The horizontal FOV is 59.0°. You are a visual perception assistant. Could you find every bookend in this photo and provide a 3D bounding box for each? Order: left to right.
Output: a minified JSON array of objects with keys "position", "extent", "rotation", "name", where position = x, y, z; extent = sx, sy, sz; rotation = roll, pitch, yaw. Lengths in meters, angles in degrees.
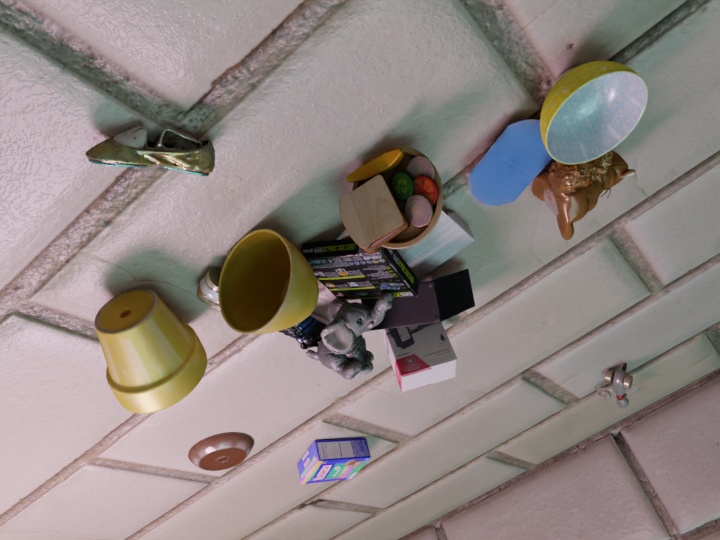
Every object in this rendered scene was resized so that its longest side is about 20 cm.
[{"position":[0.137,0.068,1.495],"extent":[0.196,0.094,0.199],"rotation":[-11,-179,35],"name":"bookend"}]

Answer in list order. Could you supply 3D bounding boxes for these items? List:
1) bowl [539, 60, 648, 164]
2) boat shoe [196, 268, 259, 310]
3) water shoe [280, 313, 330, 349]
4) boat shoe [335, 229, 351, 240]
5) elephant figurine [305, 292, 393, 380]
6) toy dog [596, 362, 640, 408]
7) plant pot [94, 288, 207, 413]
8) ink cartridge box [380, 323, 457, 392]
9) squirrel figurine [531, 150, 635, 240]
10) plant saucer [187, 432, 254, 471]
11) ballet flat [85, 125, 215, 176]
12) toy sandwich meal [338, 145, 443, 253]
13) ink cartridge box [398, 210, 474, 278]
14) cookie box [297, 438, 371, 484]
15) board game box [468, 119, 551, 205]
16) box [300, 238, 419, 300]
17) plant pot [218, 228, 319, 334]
[{"position":[0.406,-0.306,1.163],"extent":[0.196,0.109,0.202],"rotation":[-13,142,-10],"name":"bowl"},{"position":[-0.251,0.059,1.346],"extent":[0.198,0.076,0.068],"rotation":[28,125,-32],"name":"boat shoe"},{"position":[-0.133,0.139,1.489],"extent":[0.198,0.080,0.071],"rotation":[19,129,-40],"name":"water shoe"},{"position":[0.024,-0.091,1.286],"extent":[0.070,0.070,0.198],"rotation":[29,143,-34],"name":"boat shoe"},{"position":[-0.026,0.125,1.410],"extent":[0.153,0.141,0.203],"rotation":[-16,125,-27],"name":"elephant figurine"},{"position":[0.960,0.414,2.338],"extent":[0.097,0.131,0.201],"rotation":[-51,156,-23],"name":"toy dog"},{"position":[-0.434,0.148,1.282],"extent":[0.197,0.202,0.191],"rotation":[-18,127,-3],"name":"plant pot"},{"position":[0.137,0.176,1.562],"extent":[0.142,0.202,0.085],"rotation":[-15,141,-6],"name":"ink cartridge box"},{"position":[0.471,-0.198,1.309],"extent":[0.184,0.143,0.201],"rotation":[-25,148,-4],"name":"squirrel figurine"},{"position":[-0.415,0.552,1.909],"extent":[0.197,0.037,0.202],"rotation":[-13,143,-10],"name":"plant saucer"},{"position":[-0.326,-0.194,1.004],"extent":[0.197,0.071,0.071],"rotation":[3,138,-27],"name":"ballet flat"},{"position":[0.052,-0.130,1.157],"extent":[0.204,0.207,0.070],"rotation":[-38,169,23],"name":"toy sandwich meal"},{"position":[0.136,-0.075,1.377],"extent":[0.162,0.058,0.199],"rotation":[-35,137,20],"name":"ink cartridge box"},{"position":[-0.090,0.639,2.136],"extent":[0.197,0.076,0.172],"rotation":[5,137,-29],"name":"cookie box"},{"position":[0.297,-0.223,1.275],"extent":[0.156,0.039,0.201],"rotation":[17,122,-38],"name":"board game box"},{"position":[0.000,0.000,1.339],"extent":[0.197,0.048,0.193],"rotation":[-5,152,28],"name":"box"},{"position":[-0.162,0.036,1.258],"extent":[0.199,0.202,0.141],"rotation":[-38,146,23],"name":"plant pot"}]
